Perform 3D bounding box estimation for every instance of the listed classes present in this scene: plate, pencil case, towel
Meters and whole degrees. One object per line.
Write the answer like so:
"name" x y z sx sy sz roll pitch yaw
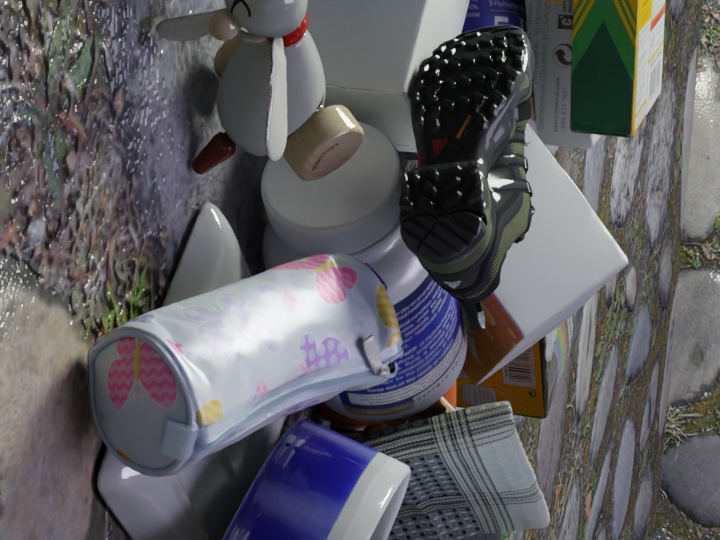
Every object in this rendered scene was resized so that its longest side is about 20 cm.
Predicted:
"plate" -0.090 0.093 1.068 0.201 0.032 0.201 70 32 -54
"pencil case" -0.062 0.052 0.971 0.199 0.091 0.083 -18 150 -50
"towel" 0.034 0.167 1.234 0.200 0.191 0.035 66 12 -57

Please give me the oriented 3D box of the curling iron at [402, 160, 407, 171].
"curling iron" 0.009 -0.015 1.347 0.050 0.025 0.201 108 -5 -59

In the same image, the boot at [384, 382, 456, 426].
"boot" 0.043 0.063 1.419 0.200 0.074 0.108 69 26 -65

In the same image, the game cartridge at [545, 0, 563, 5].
"game cartridge" 0.101 -0.320 1.251 0.177 0.032 0.201 55 18 -45

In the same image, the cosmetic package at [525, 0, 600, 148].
"cosmetic package" 0.140 -0.212 1.439 0.200 0.164 0.166 -45 139 -62

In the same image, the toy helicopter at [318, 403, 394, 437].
"toy helicopter" 0.060 0.138 1.335 0.199 0.131 0.080 -4 101 -57

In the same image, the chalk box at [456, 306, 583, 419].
"chalk box" 0.137 0.022 1.595 0.200 0.123 0.125 -62 152 -49

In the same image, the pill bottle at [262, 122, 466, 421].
"pill bottle" 0.000 0.000 1.141 0.201 0.119 0.120 73 30 -52

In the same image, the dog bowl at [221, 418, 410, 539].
"dog bowl" -0.045 0.199 1.075 0.201 0.078 0.200 -63 171 -17

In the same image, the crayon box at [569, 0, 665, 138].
"crayon box" 0.193 -0.213 1.257 0.126 0.051 0.202 -48 141 -62

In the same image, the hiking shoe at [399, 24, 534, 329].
"hiking shoe" 0.072 -0.064 1.077 0.101 0.075 0.201 66 33 -48

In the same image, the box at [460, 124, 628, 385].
"box" 0.103 -0.006 1.269 0.097 0.125 0.200 -34 172 -13

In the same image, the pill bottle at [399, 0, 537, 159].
"pill bottle" 0.065 -0.190 1.274 0.120 0.119 0.202 2 82 -72

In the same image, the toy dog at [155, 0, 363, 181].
"toy dog" -0.068 -0.109 0.967 0.096 0.132 0.200 -38 145 -7

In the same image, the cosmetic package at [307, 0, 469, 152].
"cosmetic package" 0.013 -0.188 1.154 0.085 0.107 0.202 56 45 -60
